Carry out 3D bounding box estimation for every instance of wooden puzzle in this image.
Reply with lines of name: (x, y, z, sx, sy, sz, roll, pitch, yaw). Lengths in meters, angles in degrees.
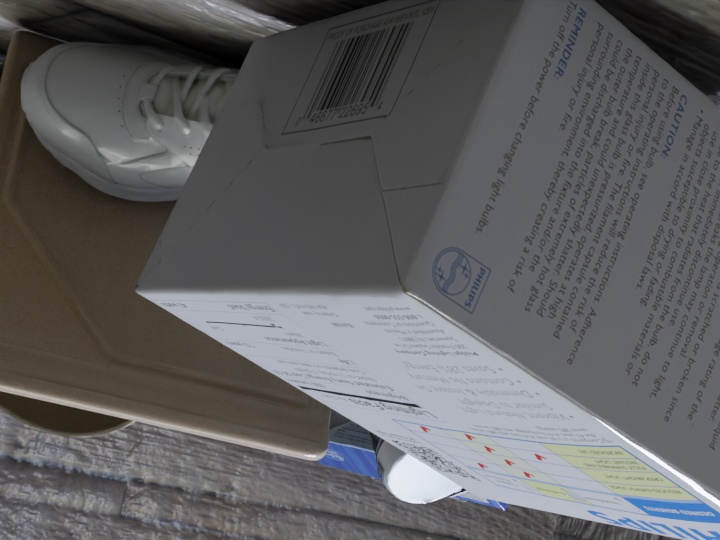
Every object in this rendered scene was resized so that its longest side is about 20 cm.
wooden puzzle: (-0.096, -0.013, 0.732, 0.184, 0.201, 0.037, 15, 147, -16)

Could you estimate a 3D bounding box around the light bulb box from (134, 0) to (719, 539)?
light bulb box: (0.056, 0.003, 0.579, 0.200, 0.125, 0.198, 33, 163, -29)

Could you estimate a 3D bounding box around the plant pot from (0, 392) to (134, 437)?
plant pot: (-0.150, -0.013, 0.930, 0.199, 0.202, 0.134, 10, -163, 26)

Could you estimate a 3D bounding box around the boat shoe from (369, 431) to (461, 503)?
boat shoe: (0.090, 0.047, 0.856, 0.199, 0.091, 0.071, -27, 133, 5)

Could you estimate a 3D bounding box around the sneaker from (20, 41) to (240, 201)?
sneaker: (-0.054, -0.071, 0.697, 0.199, 0.078, 0.099, 14, 158, -16)

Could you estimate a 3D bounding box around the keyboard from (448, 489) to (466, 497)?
keyboard: (0.143, 0.097, 0.972, 0.199, 0.128, 0.021, -20, -148, 1)

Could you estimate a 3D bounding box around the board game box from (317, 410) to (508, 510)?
board game box: (0.079, 0.073, 1.120, 0.199, 0.199, 0.043, 6, 140, 49)
